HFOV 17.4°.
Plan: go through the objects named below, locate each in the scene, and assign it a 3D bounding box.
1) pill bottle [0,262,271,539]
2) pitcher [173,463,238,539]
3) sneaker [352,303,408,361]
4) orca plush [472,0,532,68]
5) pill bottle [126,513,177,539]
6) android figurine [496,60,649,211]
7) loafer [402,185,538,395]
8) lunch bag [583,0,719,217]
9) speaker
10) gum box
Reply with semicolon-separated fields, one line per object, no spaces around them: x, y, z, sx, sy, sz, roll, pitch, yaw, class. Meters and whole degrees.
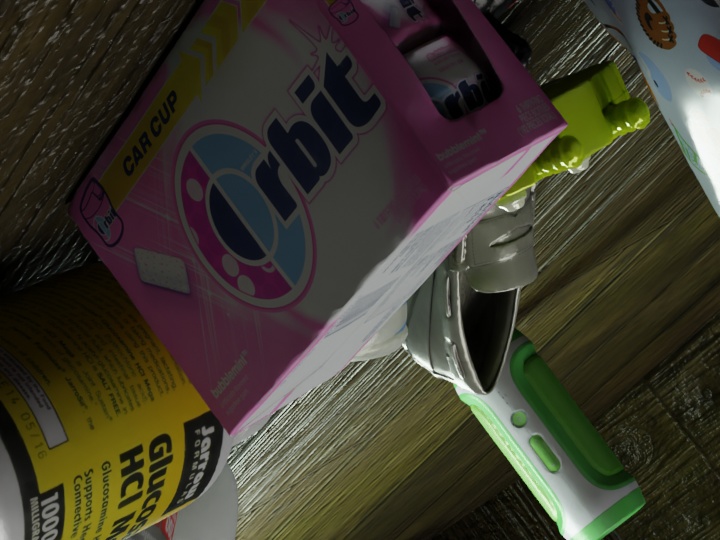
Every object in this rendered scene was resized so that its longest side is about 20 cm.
-0.123;0.062;0.968;0.200;0.113;0.112;-25;165;-50;pill bottle
-0.172;0.162;1.260;0.200;0.171;0.122;-53;154;-33;pitcher
-0.066;0.030;1.199;0.199;0.073;0.072;-17;-177;-29;sneaker
0.056;-0.110;0.889;0.200;0.071;0.105;-36;167;27;orca plush
-0.157;0.183;1.111;0.114;0.113;0.201;127;-24;-57;pill bottle
0.051;-0.049;1.104;0.182;0.041;0.199;-30;-171;-38;android figurine
0.069;-0.019;1.261;0.070;0.070;0.201;-27;143;-33;loafer
0.160;-0.118;0.980;0.123;0.171;0.200;-29;166;-17;lunch bag
0.167;0.150;2.105;0.088;0.200;0.088;-35;170;-7;speaker
-0.020;-0.040;0.861;0.066;0.114;0.200;-29;167;-39;gum box
